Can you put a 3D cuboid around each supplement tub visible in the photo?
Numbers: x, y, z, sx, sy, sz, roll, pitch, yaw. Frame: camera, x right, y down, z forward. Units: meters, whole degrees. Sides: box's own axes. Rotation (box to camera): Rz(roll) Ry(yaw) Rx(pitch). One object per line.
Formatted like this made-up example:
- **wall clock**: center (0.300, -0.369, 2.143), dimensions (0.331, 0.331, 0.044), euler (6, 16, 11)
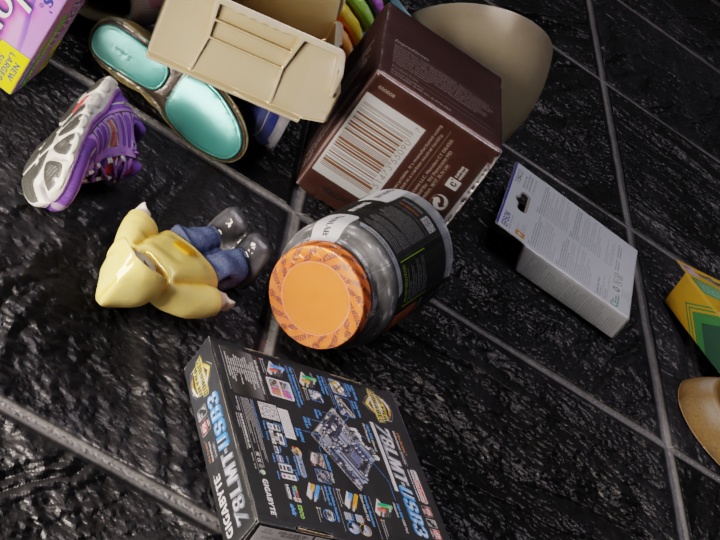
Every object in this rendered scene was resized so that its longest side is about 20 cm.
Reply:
- **supplement tub**: center (0.000, 0.000, 1.452), dimensions (0.122, 0.123, 0.200), euler (43, 27, 9)

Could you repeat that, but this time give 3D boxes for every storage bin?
- **storage bin**: center (-0.107, -0.260, 1.586), dimensions (0.197, 0.094, 0.201), euler (22, 28, -12)

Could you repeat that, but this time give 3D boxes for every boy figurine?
- **boy figurine**: center (-0.164, -0.011, 1.332), dimensions (0.125, 0.064, 0.200), euler (50, 26, 15)

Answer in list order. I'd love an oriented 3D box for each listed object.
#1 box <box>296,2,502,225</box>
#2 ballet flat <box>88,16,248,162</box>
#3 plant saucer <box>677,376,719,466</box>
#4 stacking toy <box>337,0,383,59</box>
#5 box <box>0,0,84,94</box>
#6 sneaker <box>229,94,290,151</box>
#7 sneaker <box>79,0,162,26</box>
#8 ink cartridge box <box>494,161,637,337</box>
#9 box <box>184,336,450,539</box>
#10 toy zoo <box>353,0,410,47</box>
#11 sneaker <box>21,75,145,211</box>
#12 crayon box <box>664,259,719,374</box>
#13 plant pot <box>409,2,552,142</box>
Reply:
- **box**: center (0.047, -0.156, 1.698), dimensions (0.164, 0.166, 0.200), euler (31, 29, -13)
- **ballet flat**: center (-0.189, -0.188, 1.574), dimensions (0.200, 0.071, 0.071), euler (39, 27, 0)
- **plant saucer**: center (0.465, 0.193, 1.832), dimensions (0.199, 0.036, 0.201), euler (29, 29, -18)
- **stacking toy**: center (-0.015, -0.311, 1.811), dimensions (0.110, 0.200, 0.116), euler (45, -8, 18)
- **box**: center (-0.346, -0.299, 1.418), dimensions (0.199, 0.176, 0.097), euler (36, 27, -7)
- **sneaker**: center (-0.133, -0.209, 1.667), dimensions (0.114, 0.081, 0.200), euler (23, 25, -20)
- **sneaker**: center (-0.296, -0.335, 1.644), dimensions (0.200, 0.075, 0.105), euler (43, 22, -2)
- **ink cartridge box**: center (0.248, -0.028, 1.892), dimensions (0.199, 0.043, 0.197), euler (35, 29, -4)
- **box**: center (-0.034, 0.159, 1.250), dimensions (0.197, 0.050, 0.201), euler (20, 32, -34)
- **toy zoo**: center (0.015, -0.261, 1.867), dimensions (0.201, 0.131, 0.020), euler (57, 3, 31)
- **sneaker**: center (-0.235, -0.107, 1.380), dimensions (0.083, 0.080, 0.200), euler (45, 28, -15)
- **crayon box**: center (0.476, 0.078, 1.982), dimensions (0.125, 0.052, 0.200), euler (23, 24, -29)
- **plant pot**: center (0.134, -0.223, 1.923), dimensions (0.199, 0.200, 0.136), euler (21, 67, -31)
